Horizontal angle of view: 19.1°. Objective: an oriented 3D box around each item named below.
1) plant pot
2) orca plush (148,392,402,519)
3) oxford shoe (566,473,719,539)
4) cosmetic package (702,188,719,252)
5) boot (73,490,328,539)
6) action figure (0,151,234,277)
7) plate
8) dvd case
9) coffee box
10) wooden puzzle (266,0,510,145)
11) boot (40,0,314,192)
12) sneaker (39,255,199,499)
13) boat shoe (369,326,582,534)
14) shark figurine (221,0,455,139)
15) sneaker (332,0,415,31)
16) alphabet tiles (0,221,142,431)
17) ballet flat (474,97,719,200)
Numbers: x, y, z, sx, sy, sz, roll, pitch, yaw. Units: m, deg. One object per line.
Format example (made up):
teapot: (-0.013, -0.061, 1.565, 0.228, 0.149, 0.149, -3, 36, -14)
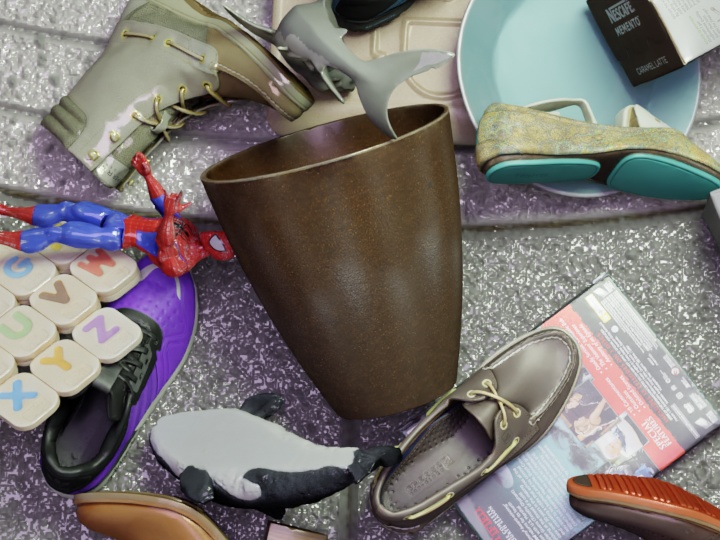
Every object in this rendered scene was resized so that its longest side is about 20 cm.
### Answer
plant pot: (0.000, 0.000, 1.563, 0.187, 0.187, 0.200, -16, 102, 0)
orca plush: (-0.061, 0.148, 1.574, 0.200, 0.071, 0.105, -6, 41, 22)
oxford shoe: (0.239, 0.201, 1.554, 0.200, 0.071, 0.073, 18, 100, -1)
cosmetic package: (0.340, 0.018, 1.582, 0.107, 0.090, 0.200, -24, 82, 2)
boot: (-0.131, 0.248, 1.568, 0.200, 0.074, 0.155, 13, 84, 8)
action figure: (-0.187, -0.050, 1.573, 0.200, 0.099, 0.065, 11, 39, 3)
plate: (0.165, -0.153, 1.631, 0.200, 0.026, 0.200, 2, 84, -17)
dvd case: (0.151, 0.118, 1.604, 0.200, 0.022, 0.146, -37, 80, -5)
coffee box: (0.285, -0.222, 1.594, 0.200, 0.114, 0.080, -29, 92, -13)
wooden puzzle: (0.025, -0.198, 1.660, 0.185, 0.046, 0.200, 3, 84, 4)
boot: (-0.141, -0.121, 1.614, 0.200, 0.072, 0.155, 34, 83, 36)
sneaker: (-0.179, 0.077, 1.585, 0.070, 0.100, 0.200, 24, 82, 4)
boat shoe: (0.086, 0.115, 1.567, 0.200, 0.060, 0.072, -41, 80, -4)
shark figurine: (-0.016, -0.173, 1.511, 0.128, 0.214, 0.090, 38, 89, -17)
sneaker: (0.062, -0.247, 1.599, 0.200, 0.082, 0.073, -35, 83, -2)
alphabet tiles: (-0.264, 0.037, 1.581, 0.200, 0.015, 0.196, -40, 50, -23)
ballet flat: (0.180, -0.094, 1.586, 0.200, 0.071, 0.071, 4, 79, -16)
